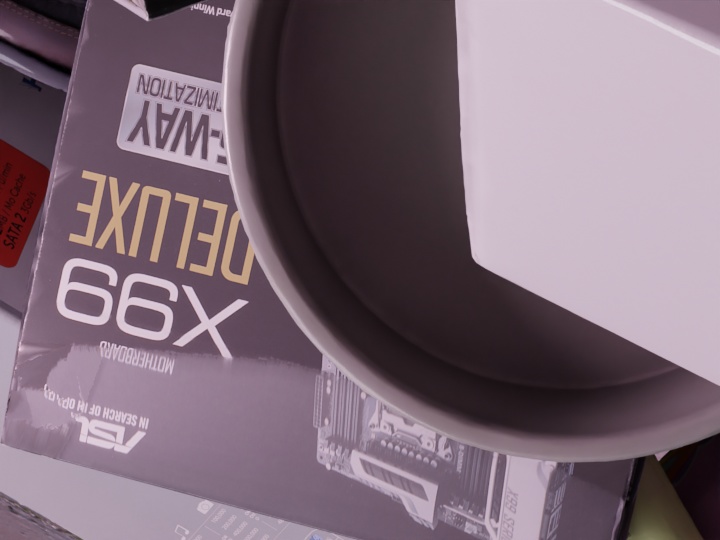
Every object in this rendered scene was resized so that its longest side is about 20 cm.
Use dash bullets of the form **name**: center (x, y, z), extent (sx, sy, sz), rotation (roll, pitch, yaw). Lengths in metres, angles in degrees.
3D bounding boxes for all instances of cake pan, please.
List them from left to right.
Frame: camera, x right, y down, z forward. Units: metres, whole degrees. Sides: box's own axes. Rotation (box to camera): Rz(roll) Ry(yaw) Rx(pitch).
- **cake pan**: center (0.061, -0.048, 0.700), extent (0.200, 0.201, 0.037), rotation (33, -173, -4)

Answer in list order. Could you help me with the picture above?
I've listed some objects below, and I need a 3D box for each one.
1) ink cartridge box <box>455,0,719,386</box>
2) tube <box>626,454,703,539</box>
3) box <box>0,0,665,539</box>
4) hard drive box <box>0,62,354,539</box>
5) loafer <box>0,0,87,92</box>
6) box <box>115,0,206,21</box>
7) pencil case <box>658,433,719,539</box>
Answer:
- **ink cartridge box**: center (0.128, -0.079, 0.480), extent (0.146, 0.201, 0.146), rotation (27, 162, 14)
- **tube**: center (0.055, 0.038, 0.818), extent (0.201, 0.052, 0.058), rotation (60, -171, 9)
- **box**: center (0.000, 0.000, 0.773), extent (0.199, 0.159, 0.050), rotation (14, -175, 12)
- **hard drive box**: center (-0.078, 0.020, 0.908), extent (0.199, 0.156, 0.077), rotation (31, 127, -15)
- **loafer**: center (-0.060, -0.086, 0.850), extent (0.199, 0.063, 0.072), rotation (21, -160, -22)
- **box**: center (-0.084, -0.174, 0.647), extent (0.110, 0.035, 0.201), rotation (35, 143, 60)
- **pencil case**: center (0.162, 0.053, 0.781), extent (0.087, 0.088, 0.200), rotation (33, 138, -5)
